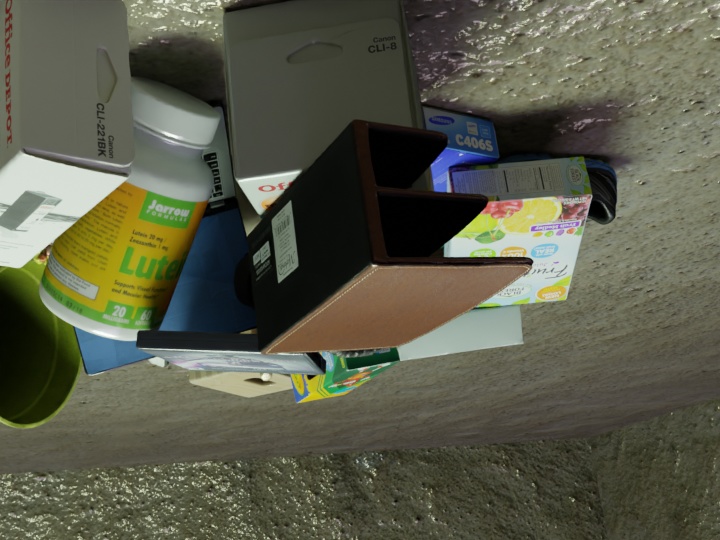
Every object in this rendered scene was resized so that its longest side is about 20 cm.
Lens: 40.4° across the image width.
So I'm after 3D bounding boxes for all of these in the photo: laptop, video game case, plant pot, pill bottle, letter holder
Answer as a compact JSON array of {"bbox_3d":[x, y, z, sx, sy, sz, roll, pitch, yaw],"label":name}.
[{"bbox_3d":[-0.194,-0.026,0.911,0.185,0.117,0.201,-16,145,-12],"label":"laptop"},{"bbox_3d":[-0.109,0.077,0.893,0.141,0.019,0.200,2,170,3],"label":"video game case"},{"bbox_3d":[-0.478,0.087,1.202,0.190,0.203,0.200,-1,166,23],"label":"plant pot"},{"bbox_3d":[-0.190,-0.054,0.832,0.110,0.202,0.111,22,-165,-6],"label":"pill bottle"},{"bbox_3d":[0.018,-0.015,0.729,0.140,0.102,0.200,1,159,-28],"label":"letter holder"}]

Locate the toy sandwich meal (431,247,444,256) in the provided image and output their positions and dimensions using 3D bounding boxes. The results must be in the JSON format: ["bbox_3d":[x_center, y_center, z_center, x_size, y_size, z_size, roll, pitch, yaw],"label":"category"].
[{"bbox_3d":[0.083,-0.017,1.278,0.202,0.071,0.205,-9,164,-3],"label":"toy sandwich meal"}]

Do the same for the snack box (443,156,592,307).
[{"bbox_3d":[0.162,-0.034,1.048,0.140,0.054,0.201,-4,147,0],"label":"snack box"}]

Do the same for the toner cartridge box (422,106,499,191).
[{"bbox_3d":[0.045,-0.103,1.031,0.094,0.044,0.199,4,159,-34],"label":"toner cartridge box"}]

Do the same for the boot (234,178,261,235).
[{"bbox_3d":[-0.108,-0.033,1.056,0.153,0.073,0.202,-11,130,1],"label":"boot"}]

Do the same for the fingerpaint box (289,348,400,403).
[{"bbox_3d":[-0.042,0.037,1.155,0.072,0.203,0.167,-7,165,-27],"label":"fingerpaint box"}]

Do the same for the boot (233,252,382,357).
[{"bbox_3d":[0.000,0.003,0.934,0.210,0.080,0.157,-33,-146,-33],"label":"boot"}]

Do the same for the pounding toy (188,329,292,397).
[{"bbox_3d":[-0.139,0.077,1.275,0.140,0.187,0.200,-14,161,21],"label":"pounding toy"}]

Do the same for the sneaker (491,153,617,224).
[{"bbox_3d":[0.204,-0.081,1.096,0.197,0.084,0.071,-1,161,-19],"label":"sneaker"}]

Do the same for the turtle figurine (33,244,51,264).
[{"bbox_3d":[-0.294,-0.025,1.083,0.197,0.065,0.161,13,161,22],"label":"turtle figurine"}]

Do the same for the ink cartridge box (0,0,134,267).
[{"bbox_3d":[-0.254,-0.106,0.736,0.083,0.146,0.199,9,155,-40],"label":"ink cartridge box"}]

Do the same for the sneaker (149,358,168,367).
[{"bbox_3d":[-0.331,0.079,1.417,0.114,0.077,0.201,4,153,-7],"label":"sneaker"}]

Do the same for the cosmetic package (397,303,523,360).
[{"bbox_3d":[0.099,0.061,1.210,0.149,0.052,0.200,-9,-173,-8],"label":"cosmetic package"}]

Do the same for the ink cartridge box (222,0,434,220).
[{"bbox_3d":[-0.018,-0.113,0.811,0.143,0.147,0.200,-9,161,6],"label":"ink cartridge box"}]
